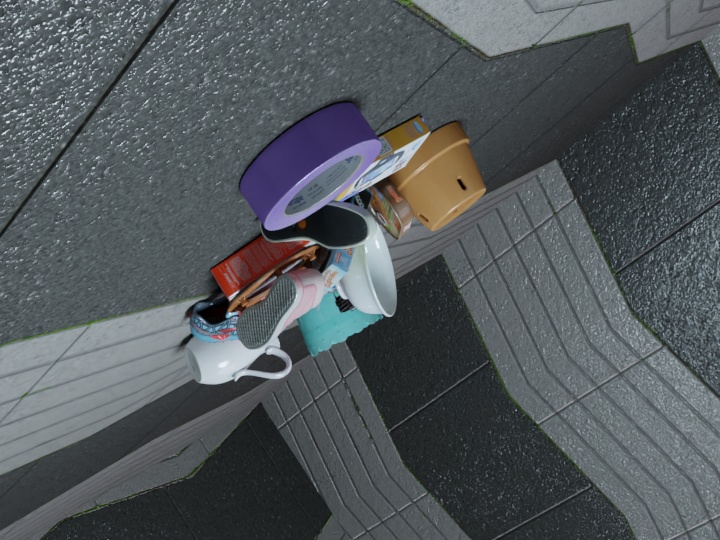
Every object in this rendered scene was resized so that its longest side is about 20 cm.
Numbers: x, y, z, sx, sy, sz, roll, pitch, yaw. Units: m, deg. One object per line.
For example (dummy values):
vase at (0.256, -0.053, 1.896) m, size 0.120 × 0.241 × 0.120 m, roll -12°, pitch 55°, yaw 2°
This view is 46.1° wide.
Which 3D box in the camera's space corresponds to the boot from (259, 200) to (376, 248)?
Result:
boot at (-0.042, -0.085, 1.342) m, size 0.197 × 0.074 × 0.144 m, roll 4°, pitch -164°, yaw 29°

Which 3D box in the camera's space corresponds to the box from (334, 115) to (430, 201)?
box at (0.034, -0.188, 1.427) m, size 0.198 × 0.042 × 0.119 m, roll -30°, pitch 170°, yaw -29°

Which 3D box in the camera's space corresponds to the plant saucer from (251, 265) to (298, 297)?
plant saucer at (-0.199, 0.046, 1.743) m, size 0.199 × 0.051 × 0.201 m, roll -34°, pitch 171°, yaw -6°

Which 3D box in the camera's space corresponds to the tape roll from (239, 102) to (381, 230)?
tape roll at (-0.067, -0.141, 1.163) m, size 0.199 × 0.066 × 0.200 m, roll -36°, pitch 172°, yaw -5°

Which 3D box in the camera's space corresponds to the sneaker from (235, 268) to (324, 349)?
sneaker at (-0.132, 0.065, 1.469) m, size 0.104 × 0.076 × 0.200 m, roll -20°, pitch 160°, yaw -49°

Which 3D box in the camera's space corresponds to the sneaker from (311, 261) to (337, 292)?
sneaker at (-0.062, -0.021, 1.772) m, size 0.078 × 0.097 × 0.200 m, roll -11°, pitch -166°, yaw 5°

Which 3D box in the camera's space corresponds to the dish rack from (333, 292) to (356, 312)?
dish rack at (-0.006, -0.001, 1.876) m, size 0.153 × 0.202 × 0.054 m, roll -37°, pitch 136°, yaw 18°

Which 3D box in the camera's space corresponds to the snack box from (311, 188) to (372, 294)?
snack box at (-0.041, -0.051, 1.549) m, size 0.116 × 0.037 × 0.202 m, roll -44°, pitch -158°, yaw 48°

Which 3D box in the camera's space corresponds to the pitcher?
pitcher at (-0.260, 0.183, 1.812) m, size 0.198 × 0.172 × 0.122 m, roll -21°, pitch 146°, yaw -30°

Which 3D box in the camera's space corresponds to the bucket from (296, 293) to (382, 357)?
bucket at (-0.060, 0.101, 2.019) m, size 0.205 × 0.136 × 0.207 m, roll -28°, pitch 178°, yaw -1°

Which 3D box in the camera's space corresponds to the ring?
ring at (-0.148, 0.021, 1.495) m, size 0.199 × 0.019 × 0.200 m, roll -35°, pitch 175°, yaw -3°

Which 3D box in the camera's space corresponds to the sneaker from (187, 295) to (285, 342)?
sneaker at (-0.225, 0.087, 1.590) m, size 0.196 × 0.080 × 0.096 m, roll -8°, pitch 150°, yaw -7°

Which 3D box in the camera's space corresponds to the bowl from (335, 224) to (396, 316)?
bowl at (0.000, 0.000, 1.664) m, size 0.089 × 0.205 × 0.201 m, roll -14°, pitch 178°, yaw 16°

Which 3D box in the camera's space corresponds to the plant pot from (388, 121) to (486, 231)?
plant pot at (0.155, -0.174, 1.673) m, size 0.199 × 0.141 × 0.200 m, roll -35°, pitch 173°, yaw -5°

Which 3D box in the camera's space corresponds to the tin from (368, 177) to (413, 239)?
tin at (0.055, -0.123, 1.638) m, size 0.042 × 0.113 × 0.200 m, roll -34°, pitch 173°, yaw -7°

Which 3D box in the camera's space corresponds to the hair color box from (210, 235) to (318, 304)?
hair color box at (-0.160, -0.022, 1.478) m, size 0.198 × 0.062 × 0.102 m, roll -34°, pitch 173°, yaw -10°
